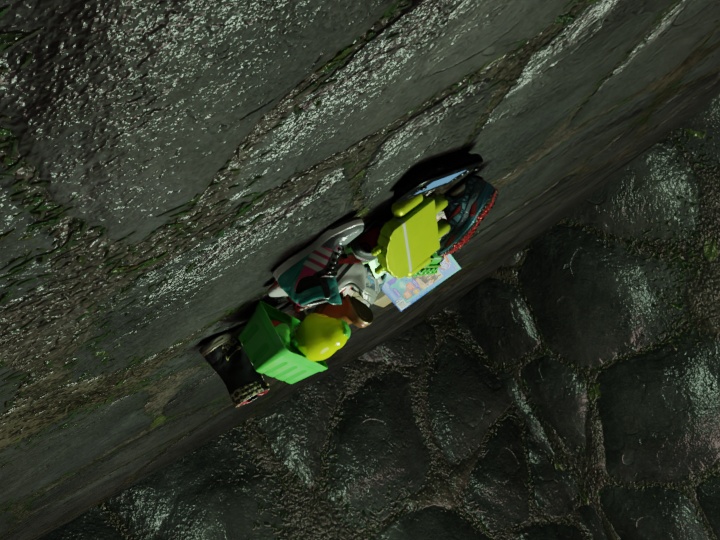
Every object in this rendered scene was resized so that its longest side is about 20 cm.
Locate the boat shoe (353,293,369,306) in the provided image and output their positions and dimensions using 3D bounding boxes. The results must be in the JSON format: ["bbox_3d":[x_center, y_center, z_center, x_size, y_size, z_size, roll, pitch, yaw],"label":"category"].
[{"bbox_3d":[-0.044,0.063,1.938,0.199,0.073,0.070,18,87,-57],"label":"boat shoe"}]

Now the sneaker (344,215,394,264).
[{"bbox_3d":[0.062,-0.074,1.598,0.197,0.078,0.084,-31,174,-16],"label":"sneaker"}]

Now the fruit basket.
[{"bbox_3d":[-0.125,0.138,1.666,0.212,0.157,0.218,-26,150,-16],"label":"fruit basket"}]

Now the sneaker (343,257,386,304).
[{"bbox_3d":[0.000,0.000,1.756,0.087,0.077,0.200,-51,153,-1],"label":"sneaker"}]

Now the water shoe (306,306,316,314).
[{"bbox_3d":[-0.141,0.121,1.921,0.071,0.080,0.198,30,129,-33],"label":"water shoe"}]

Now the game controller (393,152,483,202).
[{"bbox_3d":[0.146,-0.173,1.486,0.198,0.043,0.104,-23,166,-42],"label":"game controller"}]

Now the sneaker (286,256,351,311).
[{"bbox_3d":[-0.091,0.041,1.665,0.114,0.079,0.200,-29,168,-24],"label":"sneaker"}]

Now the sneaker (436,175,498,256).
[{"bbox_3d":[0.222,-0.124,1.768,0.202,0.095,0.079,-54,159,21],"label":"sneaker"}]

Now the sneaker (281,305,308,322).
[{"bbox_3d":[-0.197,0.137,1.873,0.199,0.073,0.085,-39,-168,22],"label":"sneaker"}]

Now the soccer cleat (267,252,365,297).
[{"bbox_3d":[-0.083,0.031,1.543,0.195,0.087,0.069,-17,169,-6],"label":"soccer cleat"}]

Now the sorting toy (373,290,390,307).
[{"bbox_3d":[0.114,0.013,2.187,0.198,0.070,0.199,-34,170,5],"label":"sorting toy"}]

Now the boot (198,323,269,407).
[{"bbox_3d":[-0.246,0.201,1.722,0.073,0.153,0.199,-36,170,29],"label":"boot"}]

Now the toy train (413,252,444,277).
[{"bbox_3d":[0.146,-0.018,1.820,0.057,0.042,0.199,-52,163,17],"label":"toy train"}]

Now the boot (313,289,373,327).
[{"bbox_3d":[-0.053,0.121,1.762,0.156,0.073,0.200,-54,-153,7],"label":"boot"}]

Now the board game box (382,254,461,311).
[{"bbox_3d":[0.142,-0.003,2.034,0.198,0.045,0.152,-35,132,9],"label":"board game box"}]

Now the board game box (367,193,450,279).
[{"bbox_3d":[0.095,-0.072,1.697,0.197,0.024,0.106,-31,134,-7],"label":"board game box"}]

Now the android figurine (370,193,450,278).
[{"bbox_3d":[0.099,-0.066,1.566,0.199,0.041,0.185,-37,136,-24],"label":"android figurine"}]

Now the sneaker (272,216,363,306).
[{"bbox_3d":[-0.056,0.001,1.451,0.198,0.122,0.083,-35,170,12],"label":"sneaker"}]
